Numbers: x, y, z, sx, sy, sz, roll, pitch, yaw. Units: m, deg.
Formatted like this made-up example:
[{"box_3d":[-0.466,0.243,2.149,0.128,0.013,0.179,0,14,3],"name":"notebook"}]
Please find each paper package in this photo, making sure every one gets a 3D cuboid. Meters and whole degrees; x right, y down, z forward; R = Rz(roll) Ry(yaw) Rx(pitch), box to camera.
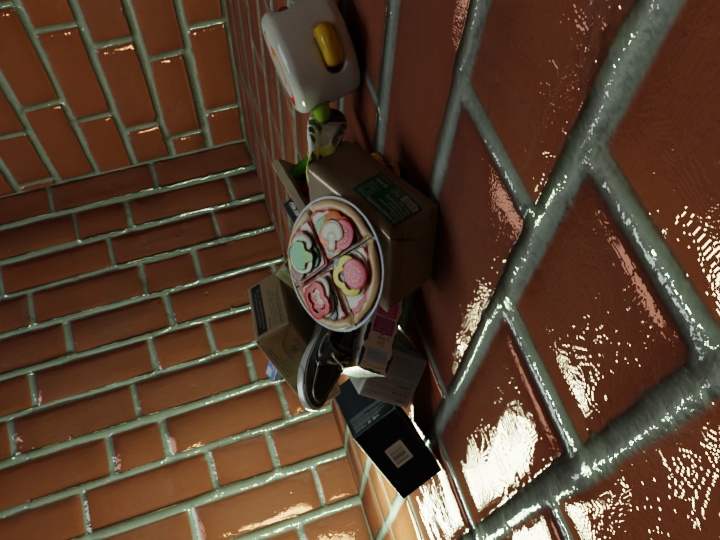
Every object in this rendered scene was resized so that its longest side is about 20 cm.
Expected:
[{"box_3d":[0.015,-0.069,1.079,0.200,0.103,0.192,42,153,29],"name":"paper package"}]

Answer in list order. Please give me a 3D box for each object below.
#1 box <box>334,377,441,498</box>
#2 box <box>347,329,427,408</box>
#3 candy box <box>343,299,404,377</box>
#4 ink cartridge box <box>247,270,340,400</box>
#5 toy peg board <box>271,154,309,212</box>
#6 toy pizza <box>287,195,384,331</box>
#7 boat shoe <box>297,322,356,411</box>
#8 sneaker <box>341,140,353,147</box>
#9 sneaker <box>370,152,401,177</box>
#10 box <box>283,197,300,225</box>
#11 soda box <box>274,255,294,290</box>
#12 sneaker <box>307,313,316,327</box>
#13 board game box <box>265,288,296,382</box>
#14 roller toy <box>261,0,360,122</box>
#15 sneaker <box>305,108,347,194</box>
[{"box_3d":[0.052,0.332,1.427,0.201,0.104,0.182,55,179,-26],"name":"box"},{"box_3d":[0.036,0.170,1.356,0.103,0.111,0.200,-67,21,9],"name":"box"},{"box_3d":[0.018,0.087,1.230,0.136,0.060,0.203,-24,49,65],"name":"candy box"},{"box_3d":[-0.123,0.129,1.258,0.201,0.074,0.165,59,-176,-34],"name":"ink cartridge box"},{"box_3d":[-0.060,-0.156,1.426,0.201,0.097,0.200,59,-164,11],"name":"toy peg board"},{"box_3d":[-0.045,-0.008,1.011,0.198,0.031,0.204,10,105,42],"name":"toy pizza"},{"box_3d":[-0.051,0.140,1.164,0.063,0.070,0.203,-3,66,47],"name":"boat shoe"},{"box_3d":[-0.017,-0.165,1.347,0.107,0.074,0.201,86,164,-45],"name":"sneaker"},{"box_3d":[0.022,-0.148,1.174,0.200,0.076,0.079,-134,32,-65],"name":"sneaker"},{"box_3d":[-0.074,-0.077,1.493,0.163,0.049,0.200,62,-163,13],"name":"box"},{"box_3d":[-0.068,-0.055,1.228,0.064,0.201,0.068,38,154,-8],"name":"soda box"},{"box_3d":[-0.053,0.017,1.267,0.071,0.072,0.202,39,114,36],"name":"sneaker"},{"box_3d":[-0.113,0.127,1.412,0.034,0.134,0.202,35,118,38],"name":"board game box"},{"box_3d":[-0.082,-0.387,1.206,0.201,0.138,0.184,76,168,-66],"name":"roller toy"},{"box_3d":[-0.073,-0.217,1.281,0.085,0.073,0.202,111,169,-58],"name":"sneaker"}]
